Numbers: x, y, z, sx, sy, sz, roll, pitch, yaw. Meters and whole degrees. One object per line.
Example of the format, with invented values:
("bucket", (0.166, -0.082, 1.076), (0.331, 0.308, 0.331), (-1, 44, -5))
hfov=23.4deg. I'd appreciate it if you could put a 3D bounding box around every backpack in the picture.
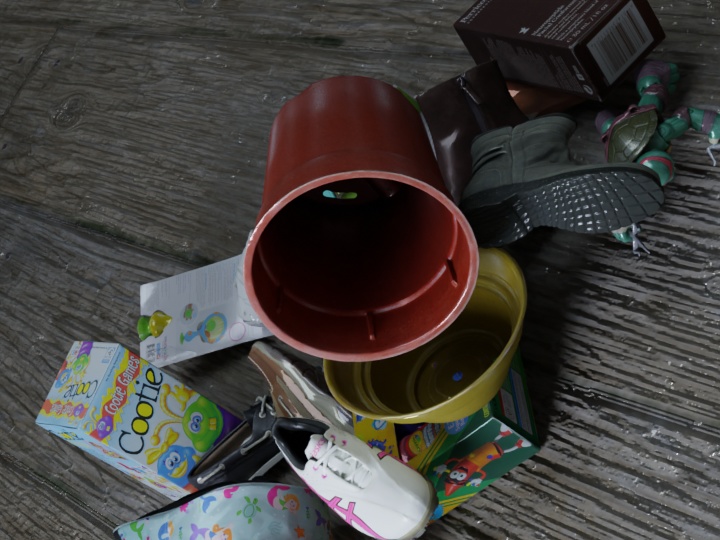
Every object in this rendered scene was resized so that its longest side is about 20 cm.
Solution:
("backpack", (-0.122, 0.280, 1.682), (0.200, 0.177, 0.151), (-33, 58, 33))

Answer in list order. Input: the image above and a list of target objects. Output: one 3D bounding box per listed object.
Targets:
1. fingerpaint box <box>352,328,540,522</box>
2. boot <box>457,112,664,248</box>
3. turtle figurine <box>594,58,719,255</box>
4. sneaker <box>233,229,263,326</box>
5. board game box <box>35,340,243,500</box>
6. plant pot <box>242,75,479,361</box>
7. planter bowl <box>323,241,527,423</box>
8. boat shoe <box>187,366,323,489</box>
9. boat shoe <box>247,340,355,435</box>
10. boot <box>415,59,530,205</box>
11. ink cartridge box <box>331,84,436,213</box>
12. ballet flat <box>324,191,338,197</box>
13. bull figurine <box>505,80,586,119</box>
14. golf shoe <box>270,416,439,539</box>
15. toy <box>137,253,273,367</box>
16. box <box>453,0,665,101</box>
("fingerpaint box", (0.073, 0.123, 1.659), (0.167, 0.073, 0.201), (-37, 36, 26))
("boot", (0.177, -0.096, 1.545), (0.199, 0.068, 0.131), (-9, 43, 28))
("turtle figurine", (0.270, -0.112, 1.598), (0.149, 0.101, 0.200), (-35, 28, 19))
("sneaker", (-0.084, 0.040, 1.950), (0.100, 0.075, 0.200), (-59, 39, 21))
("board game box", (-0.234, 0.169, 1.908), (0.105, 0.200, 0.103), (0, 61, 52))
("plant pot", (-0.005, -0.059, 1.534), (0.201, 0.200, 0.196), (-40, 30, 23))
("planter bowl", (0.073, 0.074, 1.556), (0.199, 0.084, 0.201), (-20, 41, 19))
("boat shoe", (-0.104, 0.171, 1.856), (0.200, 0.060, 0.074), (-46, 16, 14))
("boat shoe", (-0.060, 0.140, 1.774), (0.072, 0.076, 0.200), (-56, 45, 6))
("boot", (0.092, -0.095, 1.700), (0.199, 0.167, 0.072), (-31, 4, -19))
("ink cartridge box", (0.054, -0.075, 1.748), (0.076, 0.200, 0.148), (8, 67, 55))
("ballet flat", (-0.007, -0.022, 1.893), (0.067, 0.067, 0.201), (-30, 73, 22))
("bull figurine", (0.173, -0.192, 1.801), (0.199, 0.065, 0.122), (-19, 43, 15))
("golf shoe", (-0.011, 0.187, 1.566), (0.200, 0.092, 0.073), (21, 79, 53))
("toy", (-0.171, 0.051, 2.063), (0.199, 0.047, 0.116), (-15, 62, 22))
("box", (0.193, -0.236, 1.708), (0.100, 0.075, 0.200), (-45, 30, -15))
